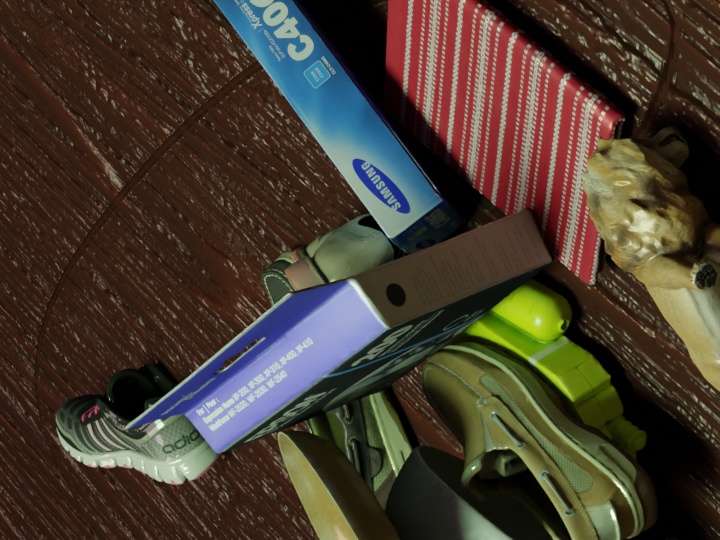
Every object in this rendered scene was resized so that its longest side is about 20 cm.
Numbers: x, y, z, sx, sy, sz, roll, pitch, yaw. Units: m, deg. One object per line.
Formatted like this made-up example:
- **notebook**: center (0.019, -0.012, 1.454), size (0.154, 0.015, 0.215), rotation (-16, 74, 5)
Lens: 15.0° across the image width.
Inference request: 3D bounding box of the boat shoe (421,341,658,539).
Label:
- **boat shoe**: center (0.090, 0.108, 1.665), size (0.200, 0.076, 0.072), rotation (34, 145, 47)

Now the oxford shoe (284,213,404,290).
- **oxford shoe**: center (0.000, 0.000, 1.797), size (0.071, 0.074, 0.200), rotation (52, -176, -5)

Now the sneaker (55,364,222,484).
- **sneaker**: center (-0.194, 0.117, 2.288), size (0.200, 0.074, 0.088), rotation (10, 127, 52)

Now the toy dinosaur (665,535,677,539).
- **toy dinosaur**: center (0.237, 0.220, 1.636), size (0.200, 0.058, 0.101), rotation (19, 132, 53)

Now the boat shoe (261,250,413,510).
- **boat shoe**: center (-0.023, 0.085, 1.952), size (0.072, 0.066, 0.201), rotation (-9, 109, 63)

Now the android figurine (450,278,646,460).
- **android figurine**: center (0.111, 0.083, 1.737), size (0.200, 0.041, 0.182), rotation (33, 143, 44)

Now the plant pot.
- **plant pot**: center (0.008, 0.181, 1.688), size (0.200, 0.027, 0.200), rotation (58, 170, 17)

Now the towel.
- **towel**: center (0.082, -0.098, 1.622), size (0.200, 0.022, 0.145), rotation (43, 150, 30)

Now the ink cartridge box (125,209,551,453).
- **ink cartridge box**: center (-0.013, 0.045, 1.633), size (0.198, 0.200, 0.043), rotation (-39, 74, 47)

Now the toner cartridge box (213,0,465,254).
- **toner cartridge box**: center (-0.015, -0.103, 1.720), size (0.200, 0.043, 0.095), rotation (54, -174, 13)

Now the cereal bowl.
- **cereal bowl**: center (0.094, 0.197, 1.718), size (0.200, 0.083, 0.200), rotation (33, -175, -3)

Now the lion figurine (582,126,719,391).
- **lion figurine**: center (0.191, 0.018, 1.496), size (0.122, 0.072, 0.200), rotation (22, 140, 62)
